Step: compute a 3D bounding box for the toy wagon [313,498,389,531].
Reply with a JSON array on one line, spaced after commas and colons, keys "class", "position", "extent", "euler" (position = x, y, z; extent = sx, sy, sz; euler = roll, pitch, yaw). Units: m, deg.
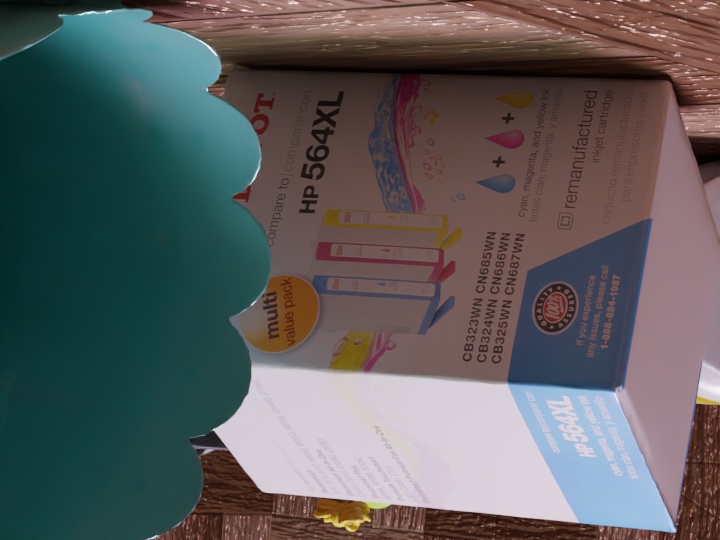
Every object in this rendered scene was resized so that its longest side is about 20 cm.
[{"class": "toy wagon", "position": [0.028, 0.045, 1.293], "extent": [0.039, 0.201, 0.155], "euler": [27, 164, -34]}]

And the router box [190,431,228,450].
[{"class": "router box", "position": [-0.022, 0.007, 1.079], "extent": [0.199, 0.151, 0.062], "euler": [4, 177, -4]}]

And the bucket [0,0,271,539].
[{"class": "bucket", "position": [-0.139, 0.006, 0.779], "extent": [0.134, 0.208, 0.207], "euler": [12, -178, 31]}]

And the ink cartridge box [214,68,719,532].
[{"class": "ink cartridge box", "position": [0.023, 0.010, 0.933], "extent": [0.199, 0.129, 0.125], "euler": [3, 153, 19]}]

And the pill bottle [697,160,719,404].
[{"class": "pill bottle", "position": [0.175, 0.007, 1.159], "extent": [0.114, 0.115, 0.200], "euler": [4, 178, 0]}]

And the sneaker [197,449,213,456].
[{"class": "sneaker", "position": [-0.145, 0.042, 1.320], "extent": [0.200, 0.071, 0.098], "euler": [14, -145, 23]}]
